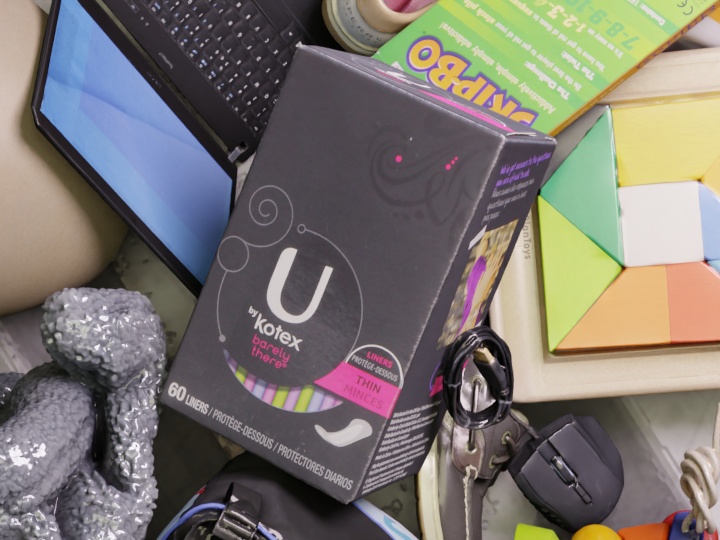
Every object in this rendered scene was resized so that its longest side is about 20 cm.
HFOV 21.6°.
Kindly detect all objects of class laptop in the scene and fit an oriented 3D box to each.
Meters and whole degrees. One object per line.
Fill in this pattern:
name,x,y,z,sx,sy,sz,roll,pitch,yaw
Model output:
laptop,-0.072,-0.113,1.021,0.200,0.177,0.103,-44,41,-5

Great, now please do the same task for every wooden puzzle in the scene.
wooden puzzle,0.166,-0.027,1.025,0.199,0.037,0.186,-4,87,4

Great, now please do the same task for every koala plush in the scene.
koala plush,-0.221,0.096,0.953,0.199,0.177,0.185,20,54,-36

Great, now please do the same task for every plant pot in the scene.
plant pot,-0.199,-0.055,1.033,0.134,0.200,0.201,19,83,-33

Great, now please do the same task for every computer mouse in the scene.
computer mouse,0.096,0.091,1.009,0.059,0.200,0.034,-41,48,3

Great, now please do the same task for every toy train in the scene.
toy train,0.133,0.154,1.020,0.115,0.085,0.201,5,113,13

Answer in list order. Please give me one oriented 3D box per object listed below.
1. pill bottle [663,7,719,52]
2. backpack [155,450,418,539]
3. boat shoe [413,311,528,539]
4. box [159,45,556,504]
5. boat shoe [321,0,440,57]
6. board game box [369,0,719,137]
pill bottle,0.174,-0.225,1.074,0.112,0.112,0.201,12,85,1
backpack,-0.043,0.213,0.998,0.183,0.147,0.200,37,113,6
boat shoe,0.061,0.086,1.060,0.066,0.072,0.202,-5,79,4
box,0.000,0.000,0.974,0.122,0.106,0.201,25,100,18
boat shoe,0.065,-0.195,1.074,0.074,0.066,0.200,47,71,-12
board game box,0.101,-0.130,1.009,0.200,0.030,0.096,-38,79,9
